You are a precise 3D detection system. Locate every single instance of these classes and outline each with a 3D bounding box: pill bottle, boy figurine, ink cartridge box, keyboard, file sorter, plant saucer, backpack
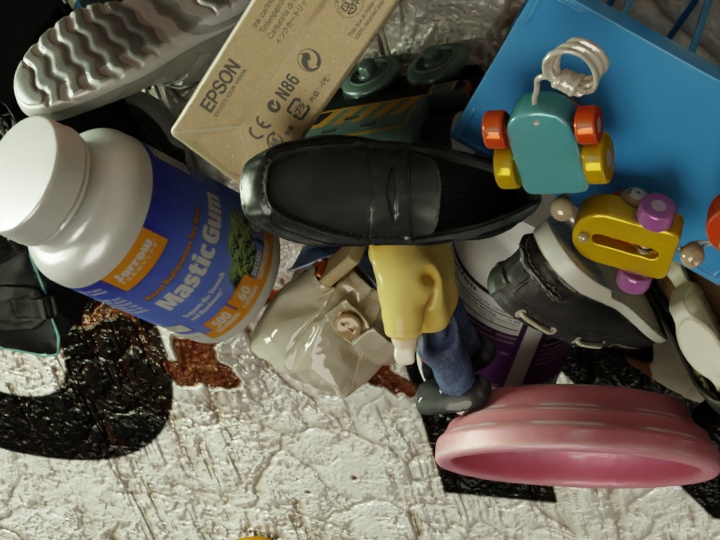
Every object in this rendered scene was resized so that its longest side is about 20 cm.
[{"bbox_3d":[-0.159,-0.030,1.133,0.111,0.113,0.199,-17,150,37],"label":"pill bottle"},{"bbox_3d":[0.031,0.007,1.084,0.064,0.125,0.201,-14,128,22],"label":"boy figurine"},{"bbox_3d":[0.112,0.013,1.200,0.112,0.113,0.201,21,137,5],"label":"pill bottle"},{"bbox_3d":[-0.021,-0.168,1.019,0.075,0.165,0.200,34,121,-6],"label":"ink cartridge box"},{"bbox_3d":[-0.229,-0.129,1.181,0.103,0.040,0.201,-27,108,4],"label":"keyboard"},{"bbox_3d":[0.186,-0.117,1.032,0.199,0.123,0.139,29,138,-2],"label":"file sorter"},{"bbox_3d":[0.152,0.117,1.155,0.199,0.051,0.201,3,165,1],"label":"plant saucer"},{"bbox_3d":[-0.326,-0.029,1.341,0.198,0.154,0.177,-4,128,16],"label":"backpack"}]

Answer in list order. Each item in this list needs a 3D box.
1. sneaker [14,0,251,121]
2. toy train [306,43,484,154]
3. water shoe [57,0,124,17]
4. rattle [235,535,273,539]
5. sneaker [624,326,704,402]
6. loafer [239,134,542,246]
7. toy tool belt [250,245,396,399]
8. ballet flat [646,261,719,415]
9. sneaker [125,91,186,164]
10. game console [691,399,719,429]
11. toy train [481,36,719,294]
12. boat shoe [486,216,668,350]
[{"bbox_3d":[-0.140,-0.145,1.131,0.075,0.199,0.082,55,164,33],"label":"sneaker"},{"bbox_3d":[0.008,-0.093,1.147,0.199,0.114,0.086,-5,129,30],"label":"toy train"},{"bbox_3d":[-0.180,-0.176,1.188,0.078,0.072,0.201,26,137,4],"label":"water shoe"},{"bbox_3d":[-0.043,0.362,1.647,0.142,0.131,0.200,11,163,31],"label":"rattle"},{"bbox_3d":[0.243,0.021,1.172,0.084,0.073,0.201,22,138,1],"label":"sneaker"},{"bbox_3d":[0.021,-0.049,0.983,0.199,0.069,0.070,1,176,-36],"label":"loafer"},{"bbox_3d":[0.000,0.000,1.210,0.124,0.200,0.124,23,114,4],"label":"toy tool belt"},{"bbox_3d":[0.221,0.006,1.103,0.068,0.068,0.201,-32,76,25],"label":"ballet flat"},{"bbox_3d":[-0.158,-0.033,1.285,0.075,0.114,0.201,-9,127,33],"label":"sneaker"},{"bbox_3d":[0.368,0.100,1.163,0.199,0.175,0.117,-25,89,40],"label":"game console"},{"bbox_3d":[0.171,-0.065,0.964,0.199,0.056,0.150,35,136,-13],"label":"toy train"},{"bbox_3d":[0.146,0.021,1.084,0.060,0.074,0.200,-36,155,17],"label":"boat shoe"}]
